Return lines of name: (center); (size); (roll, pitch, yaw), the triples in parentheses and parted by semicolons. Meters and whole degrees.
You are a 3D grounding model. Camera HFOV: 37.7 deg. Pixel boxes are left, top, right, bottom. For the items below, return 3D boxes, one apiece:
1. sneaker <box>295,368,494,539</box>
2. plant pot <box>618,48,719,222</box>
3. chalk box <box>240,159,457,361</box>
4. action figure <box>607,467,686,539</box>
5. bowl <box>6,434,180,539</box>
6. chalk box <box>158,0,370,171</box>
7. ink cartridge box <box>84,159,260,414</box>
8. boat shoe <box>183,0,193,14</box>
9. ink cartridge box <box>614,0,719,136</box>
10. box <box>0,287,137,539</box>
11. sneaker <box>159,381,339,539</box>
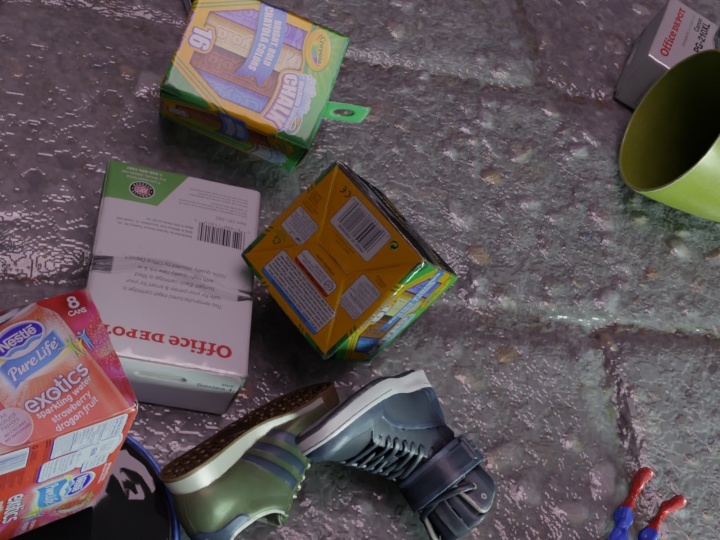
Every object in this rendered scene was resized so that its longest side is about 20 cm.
sneaker: (0.038, 0.167, 0.892); (0.147, 0.077, 0.202); (60, 27, 12)
plant pot: (0.447, -0.132, 1.265); (0.199, 0.187, 0.188); (28, 50, -22)
chalk box: (0.000, 0.000, 0.979); (0.124, 0.200, 0.125); (-43, 75, 7)
action figure: (0.248, 0.258, 0.959); (0.065, 0.099, 0.200); (38, 54, 6)
bowl: (-0.236, 0.205, 0.820); (0.199, 0.039, 0.202); (11, 55, -16)
chalk box: (-0.089, -0.183, 1.062); (0.198, 0.124, 0.125); (22, 80, -7)
ink cartridge box: (-0.172, 0.015, 0.942); (0.145, 0.084, 0.202); (12, 55, -15)
boat shoe: (-0.146, -0.279, 1.159); (0.073, 0.068, 0.201); (-4, 61, -25)
ink cartridge box: (0.450, -0.242, 1.379); (0.199, 0.085, 0.145); (32, 51, -1)
box: (-0.232, 0.109, 0.732); (0.099, 0.200, 0.096); (-17, 68, -31)
sneaker: (-0.081, 0.172, 0.899); (0.200, 0.067, 0.091); (-27, 101, -49)
